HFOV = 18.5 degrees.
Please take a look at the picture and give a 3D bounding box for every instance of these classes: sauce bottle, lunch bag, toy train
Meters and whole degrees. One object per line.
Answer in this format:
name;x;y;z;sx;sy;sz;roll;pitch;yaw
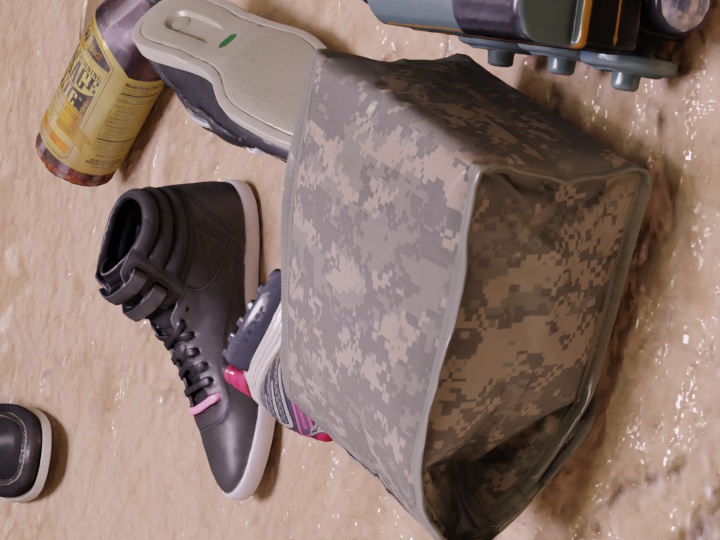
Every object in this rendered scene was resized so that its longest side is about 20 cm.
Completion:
sauce bottle;-0.154;-0.144;1.461;0.201;0.066;0.066;-59;40;35
lunch bag;0.037;0.015;1.069;0.164;0.117;0.201;39;122;51
toy train;0.074;-0.137;1.041;0.200;0.113;0.086;19;101;58

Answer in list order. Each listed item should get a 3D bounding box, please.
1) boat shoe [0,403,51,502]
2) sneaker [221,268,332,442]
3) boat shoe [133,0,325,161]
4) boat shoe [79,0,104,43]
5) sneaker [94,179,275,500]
boat shoe;-0.285;0.130;1.628;0.199;0.067;0.072;5;87;57
sneaker;0.000;0.000;1.190;0.075;0.080;0.201;38;122;21
boat shoe;-0.059;-0.104;1.305;0.200;0.072;0.068;34;155;48
boat shoe;-0.168;-0.239;1.497;0.072;0.065;0.201;36;115;55
sneaker;-0.109;0.039;1.325;0.071;0.099;0.202;-27;64;52
